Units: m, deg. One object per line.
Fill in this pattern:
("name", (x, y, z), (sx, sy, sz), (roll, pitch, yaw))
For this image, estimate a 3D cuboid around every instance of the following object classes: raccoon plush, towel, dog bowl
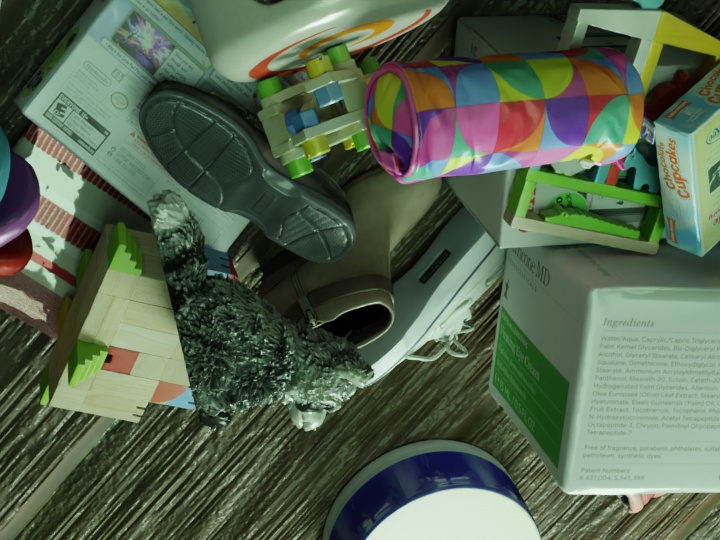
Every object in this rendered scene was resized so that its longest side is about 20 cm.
("raccoon plush", (-0.066, 0.031, 1.081), (0.132, 0.097, 0.202), (-14, 125, -6))
("towel", (-0.226, -0.047, 1.197), (0.143, 0.023, 0.201), (34, 101, -26))
("dog bowl", (0.068, 0.264, 1.408), (0.197, 0.079, 0.203), (-7, 117, -14))

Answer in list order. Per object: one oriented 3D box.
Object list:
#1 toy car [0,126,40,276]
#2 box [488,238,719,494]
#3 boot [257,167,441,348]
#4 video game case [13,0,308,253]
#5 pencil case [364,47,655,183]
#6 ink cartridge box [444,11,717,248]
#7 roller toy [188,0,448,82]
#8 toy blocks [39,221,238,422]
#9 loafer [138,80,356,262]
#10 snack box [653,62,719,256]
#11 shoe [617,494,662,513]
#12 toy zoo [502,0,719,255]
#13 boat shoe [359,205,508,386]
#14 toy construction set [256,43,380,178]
("toy car", (-0.303, -0.035, 1.091), (0.149, 0.175, 0.201), (-22, 145, -33))
("box", (0.231, 0.062, 1.223), (0.197, 0.199, 0.174), (2, 109, -14))
("boot", (0.000, 0.000, 1.216), (0.199, 0.147, 0.070), (-36, 120, 3))
("video game case", (-0.131, -0.135, 1.151), (0.200, 0.045, 0.182), (40, 89, -29))
("pencil case", (0.102, -0.104, 1.025), (0.197, 0.088, 0.090), (-5, 117, -24))
("ink cartridge box", (0.185, -0.117, 1.214), (0.197, 0.146, 0.149), (-4, 117, -15))
("roller toy", (-0.035, -0.225, 1.039), (0.181, 0.199, 0.142), (-19, 89, -41))
("toy blocks", (-0.157, 0.049, 1.177), (0.135, 0.101, 0.201), (13, 128, -23))
("loafer", (-0.084, -0.081, 1.141), (0.199, 0.063, 0.072), (37, 122, -26))
("snack box", (0.300, -0.115, 1.141), (0.199, 0.037, 0.117), (-40, 134, -26))
("shoe", (0.258, 0.141, 1.408), (0.090, 0.072, 0.201), (-31, 125, -7))
("toy zoo", (0.195, -0.117, 1.121), (0.129, 0.020, 0.202), (10, 110, -20))
("boat shoe", (0.071, 0.034, 1.305), (0.202, 0.075, 0.086), (-49, 123, -1))
("toy construction set", (0.007, -0.121, 1.101), (0.198, 0.130, 0.093), (-4, 79, -41))
